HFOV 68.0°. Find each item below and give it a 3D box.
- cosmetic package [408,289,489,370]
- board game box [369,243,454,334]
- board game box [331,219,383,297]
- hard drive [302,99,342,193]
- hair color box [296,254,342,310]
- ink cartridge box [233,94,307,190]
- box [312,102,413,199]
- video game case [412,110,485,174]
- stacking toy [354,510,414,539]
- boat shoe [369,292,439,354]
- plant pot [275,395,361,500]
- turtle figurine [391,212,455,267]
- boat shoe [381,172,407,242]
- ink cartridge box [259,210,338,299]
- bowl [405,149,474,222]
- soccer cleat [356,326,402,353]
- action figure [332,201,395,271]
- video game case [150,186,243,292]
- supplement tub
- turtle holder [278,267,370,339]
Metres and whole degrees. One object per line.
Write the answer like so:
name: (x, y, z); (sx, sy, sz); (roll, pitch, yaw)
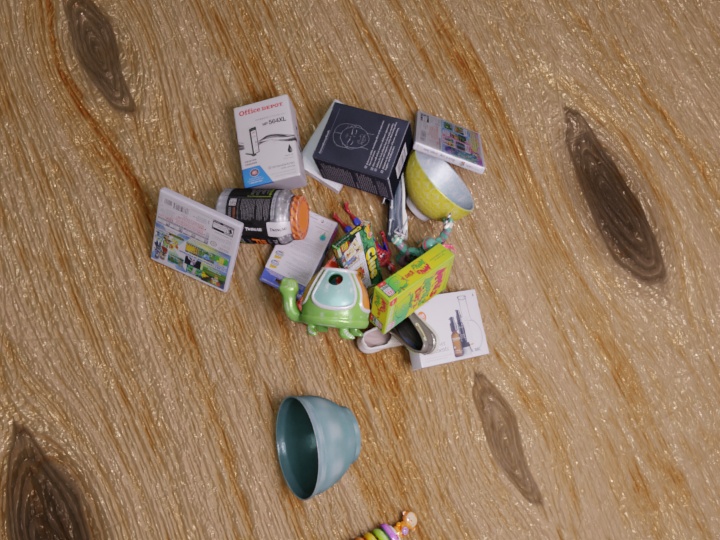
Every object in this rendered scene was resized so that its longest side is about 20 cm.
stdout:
cosmetic package: (0.195, 0.134, 1.233); (0.193, 0.051, 0.157); (-6, 76, -28)
board game box: (0.108, 0.036, 1.110); (0.197, 0.104, 0.047); (-32, 57, -31)
board game box: (0.000, 0.000, 1.184); (0.023, 0.205, 0.104); (24, 53, 38)
hard drive: (-0.060, -0.314, 1.344); (0.129, 0.026, 0.204); (30, 77, 1)
hair color box: (-0.072, 0.033, 1.226); (0.063, 0.111, 0.202); (36, 77, 2)
ink cartridge box: (-0.217, -0.297, 1.281); (0.140, 0.084, 0.208); (-12, 80, 4)
box: (0.008, -0.280, 1.250); (0.194, 0.107, 0.153); (19, 77, 16)
video game case: (0.216, -0.318, 1.310); (0.176, 0.024, 0.203); (19, 37, -6)
stacking toy: (0.049, 0.589, 1.137); (0.197, 0.110, 0.118); (-32, 80, -23)
boat shoe: (0.085, 0.108, 1.159); (0.200, 0.059, 0.074); (40, 110, 31)
plant pot: (-0.081, 0.361, 1.129); (0.130, 0.198, 0.208); (-2, 76, -33)
turtle figurine: (0.143, -0.058, 1.221); (0.144, 0.200, 0.105); (-8, 78, -8)
boat shoe: (0.078, -0.172, 1.303); (0.059, 0.075, 0.209); (-4, 88, -2)
ink cartridge box: (-0.144, -0.041, 1.262); (0.116, 0.042, 0.205); (22, 74, 10)
bowl: (0.170, -0.187, 1.288); (0.108, 0.199, 0.202); (-43, 84, 31)
soccer cleat: (0.085, 0.143, 1.236); (0.193, 0.078, 0.072); (-20, 80, -10)
action figure: (0.018, -0.078, 1.269); (0.065, 0.099, 0.201); (-42, 87, -12)
video game case: (-0.370, -0.065, 1.199); (0.194, 0.022, 0.186); (23, 121, 0)
supplement tub: (-0.220, -0.123, 1.214); (0.192, 0.123, 0.128); (3, 77, 13)
turtle holder: (-0.066, 0.063, 1.103); (0.180, 0.139, 0.138); (5, 89, 32)
